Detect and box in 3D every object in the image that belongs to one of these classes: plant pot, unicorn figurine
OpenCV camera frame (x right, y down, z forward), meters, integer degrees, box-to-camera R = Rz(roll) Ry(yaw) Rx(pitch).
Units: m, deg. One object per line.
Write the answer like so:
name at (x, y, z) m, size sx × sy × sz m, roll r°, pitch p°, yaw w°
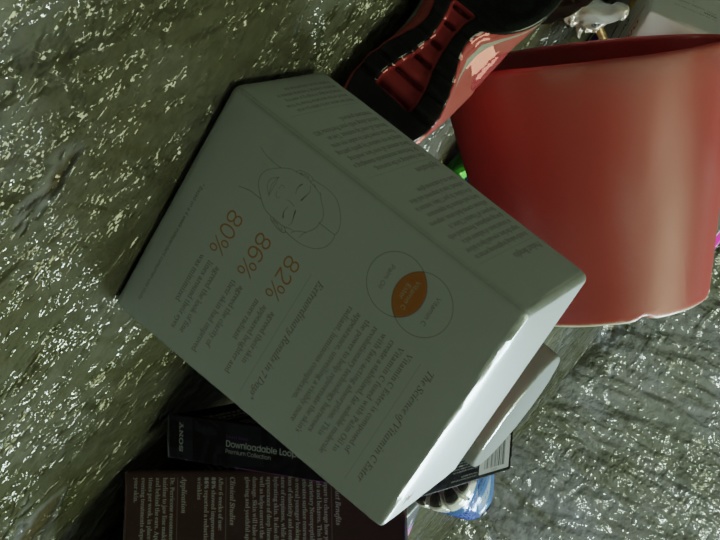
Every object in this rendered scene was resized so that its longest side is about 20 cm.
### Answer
plant pot at (0.163, -0.063, 1.097) m, size 0.200 × 0.199 × 0.179 m, roll -26°, pitch 112°, yaw -61°
unicorn figurine at (0.169, -0.213, 1.164) m, size 0.199 × 0.074 × 0.137 m, roll -9°, pitch 163°, yaw -46°

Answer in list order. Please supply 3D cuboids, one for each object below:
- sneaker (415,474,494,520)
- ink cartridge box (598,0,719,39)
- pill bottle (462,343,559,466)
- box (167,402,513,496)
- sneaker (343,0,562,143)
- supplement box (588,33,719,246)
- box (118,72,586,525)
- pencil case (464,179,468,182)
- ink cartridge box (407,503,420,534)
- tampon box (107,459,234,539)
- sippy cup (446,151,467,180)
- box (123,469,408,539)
sneaker at (0.061, 0.101, 1.218) m, size 0.078 × 0.201 × 0.089 m, roll -17°, pitch 147°, yaw 19°
ink cartridge box at (0.246, -0.189, 1.321) m, size 0.201 × 0.067 × 0.117 m, roll -76°, pitch -171°, yaw -50°
pill bottle at (0.024, 0.029, 1.022) m, size 0.114 × 0.200 × 0.114 m, roll -48°, pitch 166°, yaw -16°
box at (-0.014, 0.119, 1.104) m, size 0.143 × 0.199 × 0.036 m, roll -3°, pitch 98°, yaw -59°
sneaker at (0.055, -0.146, 1.005) m, size 0.200 × 0.074 × 0.087 m, roll -45°, pitch 178°, yaw -13°
supplement box at (0.275, -0.120, 1.463) m, size 0.104 × 0.200 × 0.101 m, roll -53°, pitch 166°, yaw 3°
box at (-0.006, 0.011, 0.883) m, size 0.153 × 0.200 × 0.106 m, roll -57°, pitch 165°, yaw 23°
pencil case at (0.000, 0.000, 1.136) m, size 0.078 × 0.087 × 0.200 m, roll 38°, pitch 89°, yaw -34°
ink cartridge box at (-0.027, 0.256, 1.248) m, size 0.200 × 0.037 × 0.095 m, roll -44°, pitch 164°, yaw -28°
tampon box at (-0.121, 0.236, 1.223) m, size 0.200 × 0.126 × 0.150 m, roll -48°, pitch 167°, yaw -18°
sippy cup at (0.127, -0.033, 1.351) m, size 0.140 × 0.130 × 0.178 m, roll -55°, pitch 166°, yaw 15°
box at (-0.067, 0.195, 1.122) m, size 0.075 × 0.199 × 0.101 m, roll 94°, pitch -5°, yaw -67°
